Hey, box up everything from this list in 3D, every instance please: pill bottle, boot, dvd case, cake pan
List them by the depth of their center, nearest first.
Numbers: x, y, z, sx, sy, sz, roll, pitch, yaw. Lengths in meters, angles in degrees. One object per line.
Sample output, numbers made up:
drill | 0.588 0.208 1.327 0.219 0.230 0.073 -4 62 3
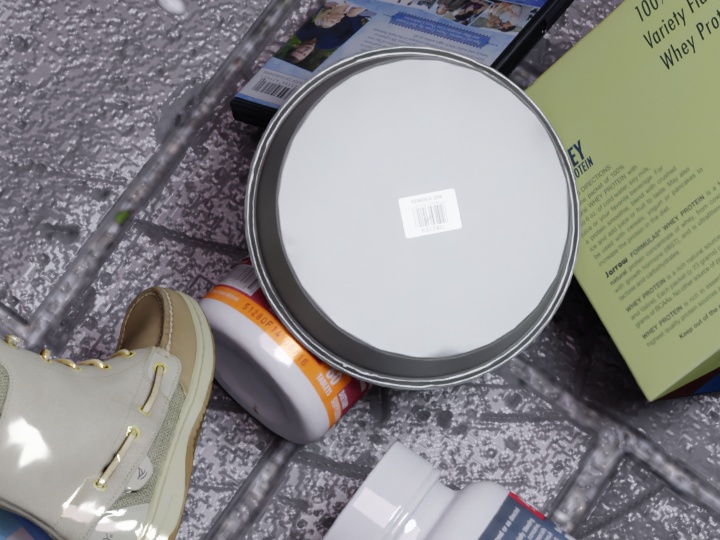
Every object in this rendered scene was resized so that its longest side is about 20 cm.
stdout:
boot | -0.164 0.061 1.372 0.154 0.072 0.201 29 41 -22
cake pan | 0.034 -0.033 1.437 0.199 0.037 0.201 1 84 -11
pill bottle | 0.075 0.192 1.443 0.200 0.120 0.120 36 70 4
pill bottle | 0.000 0.000 1.511 0.110 0.110 0.200 43 71 7
dvd case | 0.032 -0.141 1.553 0.142 0.018 0.200 18 50 29

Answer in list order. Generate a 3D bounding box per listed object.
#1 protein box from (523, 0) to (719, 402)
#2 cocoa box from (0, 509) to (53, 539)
protein box | 0.222 -0.063 1.486 0.135 0.198 0.201 -4 58 -53
cocoa box | -0.238 0.228 1.384 0.200 0.131 0.133 -41 81 -19
